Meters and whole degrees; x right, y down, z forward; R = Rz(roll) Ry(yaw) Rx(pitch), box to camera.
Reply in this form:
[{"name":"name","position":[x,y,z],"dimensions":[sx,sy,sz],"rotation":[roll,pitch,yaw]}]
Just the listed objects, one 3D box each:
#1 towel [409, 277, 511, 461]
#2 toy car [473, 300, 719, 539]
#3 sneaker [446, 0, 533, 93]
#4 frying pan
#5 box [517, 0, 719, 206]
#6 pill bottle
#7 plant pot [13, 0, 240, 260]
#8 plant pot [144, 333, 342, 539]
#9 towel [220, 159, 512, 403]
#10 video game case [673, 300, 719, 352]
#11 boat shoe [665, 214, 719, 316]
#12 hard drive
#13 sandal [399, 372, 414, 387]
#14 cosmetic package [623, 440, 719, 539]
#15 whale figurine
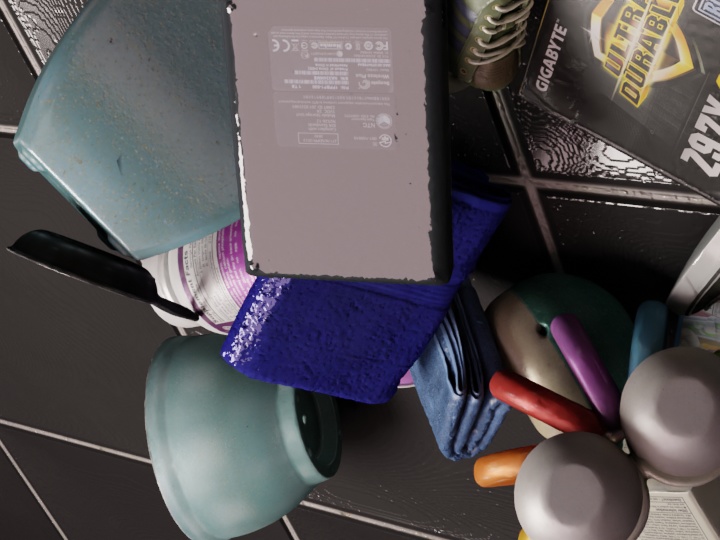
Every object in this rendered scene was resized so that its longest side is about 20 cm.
[{"name":"towel","position":[0.056,0.039,1.256],"dimensions":[0.112,0.048,0.201],"rotation":[106,150,-56]},{"name":"toy car","position":[0.166,0.102,1.113],"dimensions":[0.150,0.200,0.175],"rotation":[52,-177,16]},{"name":"sneaker","position":[0.084,-0.159,1.020],"dimensions":[0.200,0.067,0.090],"rotation":[176,77,-70]},{"name":"frying pan","position":[-0.164,0.009,1.171],"dimensions":[0.189,0.031,0.115],"rotation":[21,179,-36]},{"name":"box","position":[0.193,-0.148,1.002],"dimensions":[0.159,0.049,0.200],"rotation":[29,146,11]},{"name":"pill bottle","position":[-0.079,-0.010,1.280],"dimensions":[0.199,0.112,0.113],"rotation":[-13,122,44]},{"name":"plant pot","position":[-0.137,-0.117,1.158],"dimensions":[0.196,0.200,0.196],"rotation":[46,173,-12]},{"name":"plant pot","position":[-0.097,0.148,1.534],"dimensions":[0.133,0.201,0.201],"rotation":[-12,127,17]},{"name":"towel","position":[0.000,0.000,1.155],"dimensions":[0.147,0.050,0.201],"rotation":[15,122,-25]},{"name":"video game case","position":[0.323,0.087,1.189],"dimensions":[0.199,0.018,0.144],"rotation":[23,143,22]},{"name":"boat shoe","position":[0.265,-0.018,1.069],"dimensions":[0.064,0.071,0.200],"rotation":[36,145,4]},{"name":"hard drive","position":[-0.013,-0.087,1.037],"dimensions":[0.138,0.033,0.201],"rotation":[3,117,11]},{"name":"sandal","position":[0.000,0.024,1.358],"dimensions":[0.203,0.082,0.050],"rotation":[55,-179,-22]},{"name":"cosmetic package","position":[0.284,0.216,1.319],"dimensions":[0.103,0.087,0.201],"rotation":[-5,127,45]},{"name":"whale figurine","position":[0.167,0.076,1.268],"dimensions":[0.160,0.103,0.200],"rotation":[57,180,29]}]
